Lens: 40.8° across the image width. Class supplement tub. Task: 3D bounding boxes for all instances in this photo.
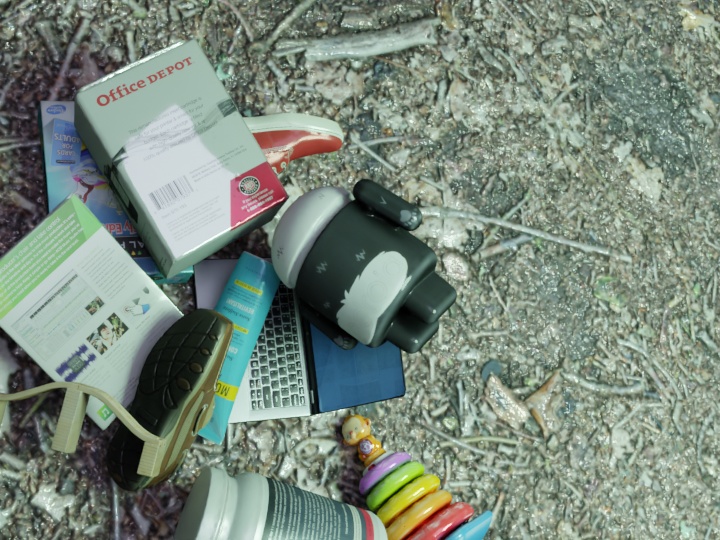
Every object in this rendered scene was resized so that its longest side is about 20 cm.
[{"bbox_3d":[-0.084,0.290,0.986,0.198,0.140,0.142,22,68,-15],"label":"supplement tub"}]

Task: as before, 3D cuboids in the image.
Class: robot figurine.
[{"bbox_3d":[0.001,-0.002,1.010,0.199,0.125,0.151,35,81,12],"label":"robot figurine"}]

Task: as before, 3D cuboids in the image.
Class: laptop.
[{"bbox_3d":[-0.072,0.062,1.072,0.197,0.116,0.190,-2,75,-23],"label":"laptop"}]

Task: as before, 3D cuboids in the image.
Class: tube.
[{"bbox_3d":[-0.146,0.081,1.052,0.077,0.050,0.202,23,86,10],"label":"tube"}]

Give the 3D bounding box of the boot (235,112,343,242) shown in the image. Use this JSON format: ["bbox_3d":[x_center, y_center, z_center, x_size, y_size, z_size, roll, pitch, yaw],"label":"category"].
[{"bbox_3d":[-0.110,-0.106,1.133,0.197,0.072,0.146,-5,77,-15],"label":"boot"}]

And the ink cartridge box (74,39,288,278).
[{"bbox_3d":[-0.193,-0.119,1.027,0.144,0.083,0.201,-30,87,-21],"label":"ink cartridge box"}]

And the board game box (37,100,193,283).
[{"bbox_3d":[-0.272,-0.085,1.071,0.149,0.047,0.203,-4,76,-23],"label":"board game box"}]

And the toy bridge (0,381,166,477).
[{"bbox_3d":[-0.286,0.145,0.957,0.197,0.027,0.068,14,86,9],"label":"toy bridge"}]

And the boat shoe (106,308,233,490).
[{"bbox_3d":[-0.189,0.134,1.003,0.075,0.074,0.201,33,94,32],"label":"boat shoe"}]

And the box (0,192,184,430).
[{"bbox_3d":[-0.282,0.042,0.999,0.144,0.036,0.201,-44,109,-16],"label":"box"}]

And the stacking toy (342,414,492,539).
[{"bbox_3d":[0.042,0.243,1.081,0.201,0.116,0.109,53,24,18],"label":"stacking toy"}]
